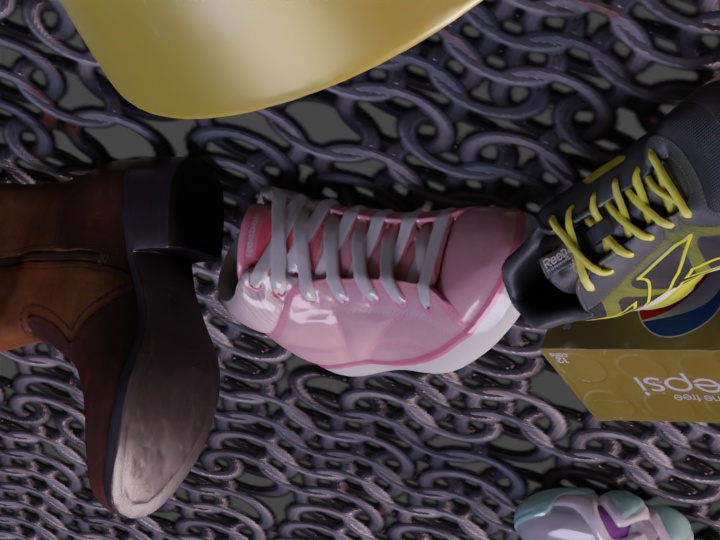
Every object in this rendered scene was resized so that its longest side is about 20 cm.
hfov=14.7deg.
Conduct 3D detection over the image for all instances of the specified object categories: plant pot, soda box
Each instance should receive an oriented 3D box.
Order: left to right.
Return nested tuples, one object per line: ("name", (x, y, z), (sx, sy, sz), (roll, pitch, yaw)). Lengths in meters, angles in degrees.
("plant pot", (-0.043, -0.186, 0.956), (0.200, 0.201, 0.189), (-4, 128, 39))
("soda box", (0.190, 0.030, 1.306), (0.200, 0.064, 0.068), (0, 146, 35))

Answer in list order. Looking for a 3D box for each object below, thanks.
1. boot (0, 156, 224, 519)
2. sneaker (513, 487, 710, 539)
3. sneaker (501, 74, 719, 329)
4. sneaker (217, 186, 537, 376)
("boot", (-0.167, 0.035, 1.435), (0.200, 0.189, 0.068), (-6, 169, 38))
("sneaker", (0.166, 0.212, 1.568), (0.200, 0.140, 0.078), (22, 153, -3))
("sneaker", (0.126, -0.018, 1.216), (0.075, 0.084, 0.200), (61, 155, 13))
("sneaker", (0.000, 0.000, 1.369), (0.105, 0.076, 0.200), (28, 156, -25))
